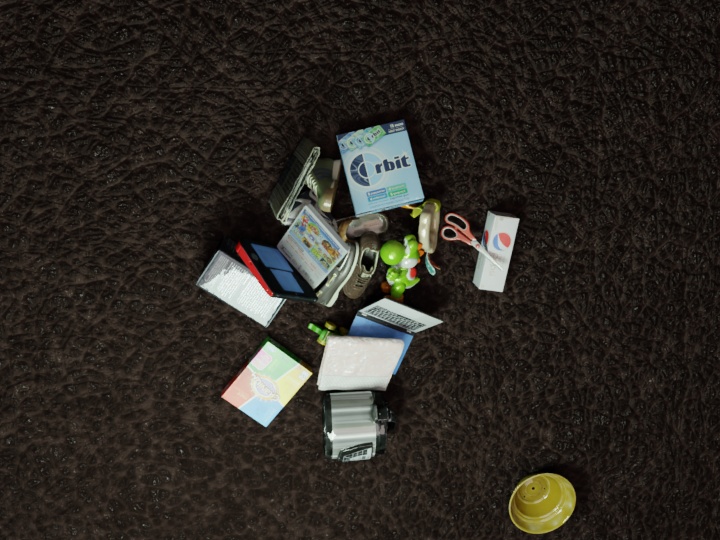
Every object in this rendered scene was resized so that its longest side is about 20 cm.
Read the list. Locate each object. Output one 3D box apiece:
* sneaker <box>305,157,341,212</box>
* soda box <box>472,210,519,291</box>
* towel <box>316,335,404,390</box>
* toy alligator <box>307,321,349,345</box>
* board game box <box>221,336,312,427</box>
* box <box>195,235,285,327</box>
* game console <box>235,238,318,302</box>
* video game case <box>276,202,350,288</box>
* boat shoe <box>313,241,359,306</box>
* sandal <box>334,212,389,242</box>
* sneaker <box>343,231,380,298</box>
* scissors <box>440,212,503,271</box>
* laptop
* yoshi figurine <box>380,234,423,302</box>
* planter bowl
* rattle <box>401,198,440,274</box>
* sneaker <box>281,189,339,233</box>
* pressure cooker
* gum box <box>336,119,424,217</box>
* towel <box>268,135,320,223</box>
[{"bbox_3d":[-0.100,-0.206,1.544,0.090,0.200,0.067,10,128,-1],"label":"sneaker"},{"bbox_3d":[0.351,-0.050,1.704,0.068,0.064,0.201,7,105,-9],"label":"soda box"},{"bbox_3d":[-0.004,0.245,1.709,0.199,0.032,0.191,4,128,-14],"label":"towel"},{"bbox_3d":[-0.046,0.190,1.730,0.200,0.054,0.059,26,102,-13],"label":"toy alligator"},{"bbox_3d":[-0.248,0.297,1.745,0.153,0.040,0.200,38,98,-15],"label":"board game box"},{"bbox_3d":[-0.283,0.025,1.606,0.200,0.148,0.107,34,100,-15],"label":"box"},{"bbox_3d":[-0.198,0.001,1.563,0.031,0.200,0.177,-48,65,16],"label":"game console"},{"bbox_3d":[-0.115,-0.054,1.553,0.143,0.200,0.018,49,52,3],"label":"video game case"},{"bbox_3d":[-0.066,0.007,1.643,0.060,0.072,0.201,17,122,-21],"label":"boat shoe"},{"bbox_3d":[-0.021,-0.095,1.651,0.199,0.055,0.082,-14,107,-3],"label":"sandal"},{"bbox_3d":[0.000,0.000,1.649,0.070,0.076,0.200,9,122,-13],"label":"sneaker"},{"bbox_3d":[0.294,-0.075,1.670,0.200,0.014,0.073,32,107,16],"label":"scissors"},{"bbox_3d":[0.078,0.173,1.689,0.187,0.200,0.116,22,61,-26],"label":"laptop"},{"bbox_3d":[0.082,-0.007,1.633,0.112,0.112,0.200,35,133,23],"label":"yoshi figurine"},{"bbox_3d":[0.519,0.659,1.918,0.200,0.083,0.201,-2,107,-7],"label":"planter bowl"},{"bbox_3d":[0.135,-0.089,1.667,0.142,0.130,0.200,0,133,4],"label":"rattle"},{"bbox_3d":[-0.127,-0.101,1.603,0.129,0.079,0.200,-15,82,13],"label":"sneaker"},{"bbox_3d":[-0.002,0.406,1.736,0.199,0.176,0.179,-2,105,-7],"label":"pressure cooker"},{"bbox_3d":[0.047,-0.247,1.585,0.169,0.045,0.201,-14,85,-2],"label":"gum box"},{"bbox_3d":[-0.152,-0.214,1.526,0.034,0.200,0.193,27,101,-20],"label":"towel"}]
